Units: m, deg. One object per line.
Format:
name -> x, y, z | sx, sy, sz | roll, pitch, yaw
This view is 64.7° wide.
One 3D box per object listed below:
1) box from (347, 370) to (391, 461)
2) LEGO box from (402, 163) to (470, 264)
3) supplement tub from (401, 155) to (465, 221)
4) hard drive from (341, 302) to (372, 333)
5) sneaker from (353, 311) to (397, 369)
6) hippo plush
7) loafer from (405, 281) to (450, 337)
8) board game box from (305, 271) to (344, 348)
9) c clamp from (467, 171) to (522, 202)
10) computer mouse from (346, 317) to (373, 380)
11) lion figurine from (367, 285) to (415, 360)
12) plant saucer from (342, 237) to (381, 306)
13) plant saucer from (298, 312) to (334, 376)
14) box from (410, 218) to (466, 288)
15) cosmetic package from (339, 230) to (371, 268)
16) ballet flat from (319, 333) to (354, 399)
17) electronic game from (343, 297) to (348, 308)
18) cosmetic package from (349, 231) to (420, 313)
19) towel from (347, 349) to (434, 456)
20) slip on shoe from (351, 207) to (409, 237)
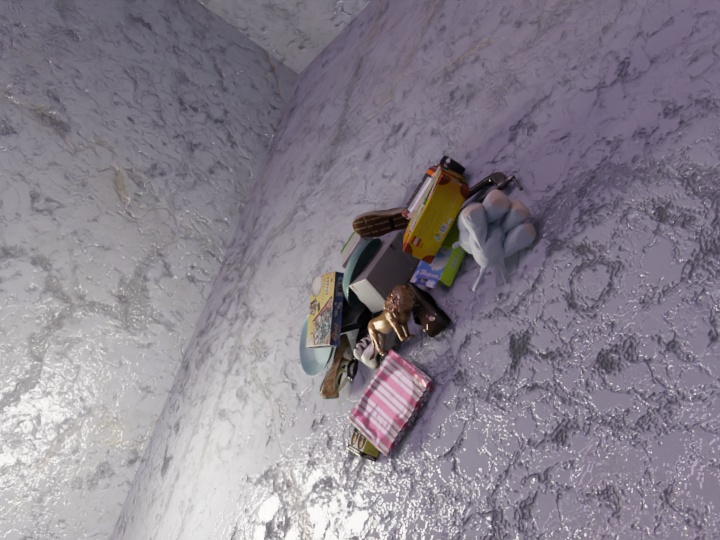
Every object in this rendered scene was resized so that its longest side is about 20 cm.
box -> 0.038, 0.348, 1.370 | 0.075, 0.050, 0.203 | 3, 67, 62
LEGO box -> 0.179, -0.138, 1.368 | 0.149, 0.076, 0.202 | -76, 12, -70
supplement tub -> 0.204, -0.209, 1.552 | 0.202, 0.106, 0.107 | -57, 26, 7
hard drive -> -0.025, 0.125, 1.675 | 0.199, 0.033, 0.140 | -24, 26, 53
sneaker -> 0.071, 0.167, 1.482 | 0.081, 0.075, 0.201 | 36, 88, 32
hippo plush -> 0.293, -0.082, 1.275 | 0.161, 0.156, 0.204 | -115, 14, -79
loafer -> 0.146, 0.095, 1.395 | 0.071, 0.072, 0.200 | -54, 27, 11
board game box -> -0.099, 0.113, 1.597 | 0.135, 0.034, 0.204 | -14, 67, 55
c clamp -> 0.292, -0.184, 1.397 | 0.199, 0.027, 0.172 | -33, 22, 21
computer mouse -> 0.006, 0.215, 1.555 | 0.058, 0.034, 0.202 | -28, 33, 47
lion figurine -> 0.064, 0.130, 1.387 | 0.199, 0.072, 0.124 | -38, 71, 35
plant saucer -> 0.000, 0.000, 1.574 | 0.035, 0.200, 0.203 | 22, 82, 20
plant saucer -> -0.118, 0.209, 1.664 | 0.200, 0.038, 0.205 | -24, 60, 52
box -> 0.212, -0.044, 1.439 | 0.202, 0.047, 0.122 | -64, 26, -6
cosmetic package -> -0.001, -0.055, 1.746 | 0.108, 0.084, 0.200 | -55, 10, 8
ballet flat -> -0.053, 0.273, 1.602 | 0.064, 0.071, 0.202 | 8, 60, 20
electronic game -> -0.058, 0.074, 1.751 | 0.199, 0.042, 0.200 | -37, 13, 10
cosmetic package -> 0.069, 0.004, 1.522 | 0.090, 0.107, 0.201 | -26, 23, 48
towel -> 0.066, 0.301, 1.310 | 0.146, 0.030, 0.202 | 32, 88, 40
slip on shoe -> 0.071, -0.149, 1.678 | 0.196, 0.077, 0.061 | -13, 21, 1
